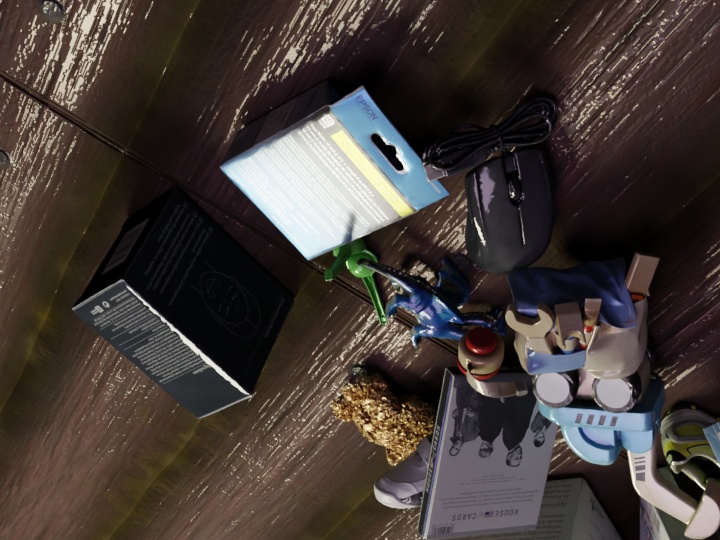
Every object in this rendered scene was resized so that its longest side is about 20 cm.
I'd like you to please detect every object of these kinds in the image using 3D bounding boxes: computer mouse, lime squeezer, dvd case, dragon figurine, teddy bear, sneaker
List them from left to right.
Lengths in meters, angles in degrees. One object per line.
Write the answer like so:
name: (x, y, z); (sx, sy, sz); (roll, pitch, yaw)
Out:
lime squeezer: (0.000, 0.000, 1.352); (0.037, 0.072, 0.200); (-23, 159, 10)
teddy bear: (0.054, 0.197, 1.526); (0.199, 0.067, 0.144); (40, 138, -17)
dragon figurine: (0.082, 0.030, 1.346); (0.098, 0.059, 0.200); (-15, 130, 33)
sneaker: (0.097, 0.186, 1.435); (0.197, 0.075, 0.116); (-21, 111, -10)
dvd case: (0.147, 0.202, 1.400); (0.148, 0.025, 0.203); (0, 111, -24)
computer mouse: (0.138, -0.059, 1.199); (0.137, 0.053, 0.201); (-22, 137, -5)
sneaker: (0.416, 0.226, 1.385); (0.198, 0.077, 0.076); (24, 137, -2)

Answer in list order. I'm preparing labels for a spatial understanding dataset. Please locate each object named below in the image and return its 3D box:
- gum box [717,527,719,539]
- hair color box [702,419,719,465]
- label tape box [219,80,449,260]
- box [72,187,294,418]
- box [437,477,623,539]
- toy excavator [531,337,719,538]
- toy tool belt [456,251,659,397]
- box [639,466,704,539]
gum box: (0.498, 0.331, 1.419); (0.197, 0.114, 0.067); (11, 126, 13)
hair color box: (0.452, 0.138, 1.252); (0.200, 0.099, 0.061); (-38, 72, 45)
label tape box: (-0.021, -0.107, 1.250); (0.198, 0.067, 0.143); (-24, 121, 37)
box: (-0.194, 0.038, 1.414); (0.106, 0.149, 0.200); (-26, 119, 41)
box: (0.217, 0.393, 1.574); (0.197, 0.173, 0.201); (-13, 127, 34)
toy excavator: (0.285, 0.175, 1.325); (0.192, 0.100, 0.203); (3, 114, 25)
toy tool belt: (0.191, 0.037, 1.227); (0.197, 0.126, 0.124); (-9, 137, -5)
box: (0.372, 0.356, 1.481); (0.041, 0.157, 0.202); (-13, 132, -4)
